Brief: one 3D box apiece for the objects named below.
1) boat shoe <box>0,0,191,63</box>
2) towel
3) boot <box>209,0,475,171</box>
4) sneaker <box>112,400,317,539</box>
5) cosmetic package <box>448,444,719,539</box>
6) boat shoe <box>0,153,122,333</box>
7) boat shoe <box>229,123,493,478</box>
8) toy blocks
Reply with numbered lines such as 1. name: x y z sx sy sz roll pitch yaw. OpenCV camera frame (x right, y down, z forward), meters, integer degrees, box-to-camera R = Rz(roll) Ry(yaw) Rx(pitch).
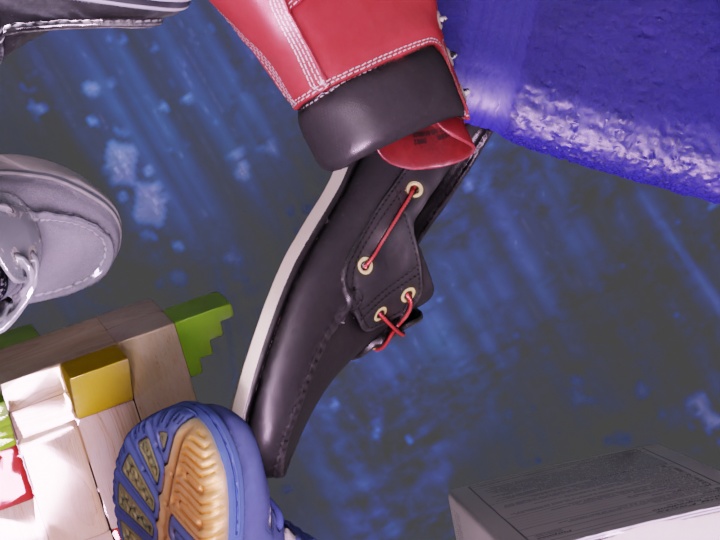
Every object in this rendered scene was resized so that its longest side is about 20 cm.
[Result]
1. boat shoe: -0.160 -0.100 0.836 0.199 0.072 0.071 3 103 3
2. towel: 0.071 -0.110 0.919 0.199 0.050 0.148 16 59 -2
3. boot: 0.018 -0.120 0.855 0.144 0.072 0.200 55 44 -8
4. sneaker: -0.044 0.117 0.876 0.088 0.200 0.075 -21 49 -22
5. cosmetic package: 0.101 0.121 0.876 0.103 0.200 0.073 -12 93 -3
6. boat shoe: -0.167 -0.002 0.867 0.072 0.200 0.070 44 117 35
7. boat shoe: 0.000 -0.001 0.904 0.063 0.074 0.202 24 67 3
8. toy blocks: -0.134 0.104 0.920 0.199 0.100 0.137 -19 106 -12
